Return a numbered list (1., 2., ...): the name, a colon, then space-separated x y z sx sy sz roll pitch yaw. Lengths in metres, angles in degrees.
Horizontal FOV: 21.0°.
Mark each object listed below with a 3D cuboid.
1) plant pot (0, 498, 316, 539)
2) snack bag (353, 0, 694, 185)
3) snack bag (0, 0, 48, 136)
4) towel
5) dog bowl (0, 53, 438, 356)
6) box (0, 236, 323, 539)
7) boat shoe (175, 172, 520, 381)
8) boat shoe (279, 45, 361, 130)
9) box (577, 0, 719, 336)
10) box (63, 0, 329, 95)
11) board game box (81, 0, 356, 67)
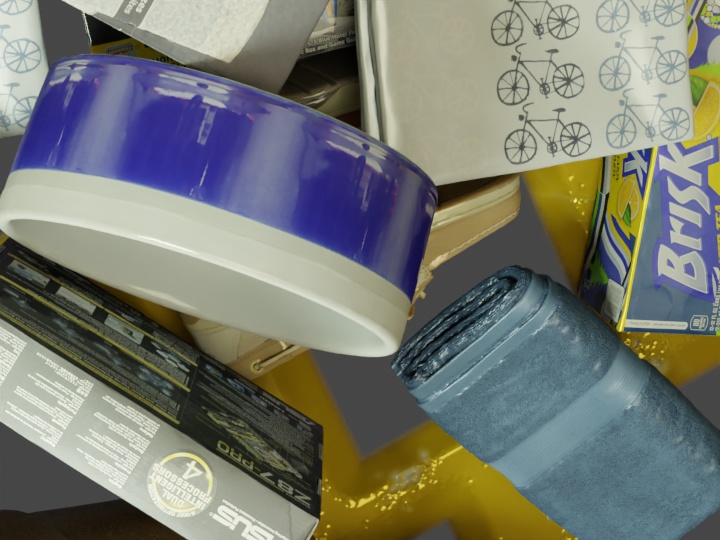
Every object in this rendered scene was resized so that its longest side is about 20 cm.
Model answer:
1. plant pot: -0.124 0.200 0.992 0.197 0.199 0.202 -11 114 -43
2. snack bag: 0.082 -0.150 0.974 0.187 0.021 0.202 -10 102 -21
3. snack bag: -0.250 -0.149 0.934 0.187 0.021 0.202 -10 111 -13
4. towel: 0.123 0.083 1.113 0.111 0.049 0.200 -38 114 25
5. dog bowl: -0.066 -0.027 0.914 0.199 0.200 0.080 22 79 -23
6. box: -0.110 0.064 0.956 0.199 0.161 0.049 33 97 -7
7. boat shoe: 0.000 0.000 1.051 0.198 0.074 0.070 -23 117 1
8. boat shoe: 0.033 -0.093 1.030 0.198 0.076 0.072 -14 120 -7
9. box: 0.179 -0.068 1.085 0.069 0.064 0.202 3 108 -18
10. box: -0.062 -0.198 0.849 0.132 0.115 0.201 24 98 -42
11. board game box: -0.057 -0.206 0.963 0.198 0.062 0.202 -14 110 -10
